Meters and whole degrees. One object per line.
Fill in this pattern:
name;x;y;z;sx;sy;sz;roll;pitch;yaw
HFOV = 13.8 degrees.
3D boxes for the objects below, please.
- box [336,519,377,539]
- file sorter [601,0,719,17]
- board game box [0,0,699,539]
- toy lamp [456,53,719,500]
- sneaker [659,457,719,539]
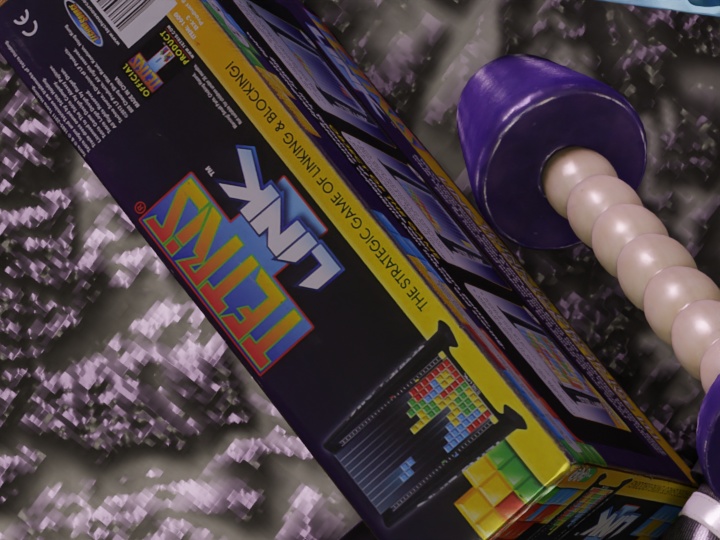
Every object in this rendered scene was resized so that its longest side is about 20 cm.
box;0.050;0.160;0.897;0.143;0.036;0.200;-40;66;7
file sorter;0.021;-0.153;0.853;0.199;0.123;0.139;9;97;15
board game box;0.000;0.000;0.838;0.057;0.165;0.200;-41;72;8
toy lamp;0.077;-0.005;0.847;0.058;0.200;0.058;-9;121;-15
sneaker;0.179;0.104;0.826;0.199;0.073;0.112;28;84;-4
